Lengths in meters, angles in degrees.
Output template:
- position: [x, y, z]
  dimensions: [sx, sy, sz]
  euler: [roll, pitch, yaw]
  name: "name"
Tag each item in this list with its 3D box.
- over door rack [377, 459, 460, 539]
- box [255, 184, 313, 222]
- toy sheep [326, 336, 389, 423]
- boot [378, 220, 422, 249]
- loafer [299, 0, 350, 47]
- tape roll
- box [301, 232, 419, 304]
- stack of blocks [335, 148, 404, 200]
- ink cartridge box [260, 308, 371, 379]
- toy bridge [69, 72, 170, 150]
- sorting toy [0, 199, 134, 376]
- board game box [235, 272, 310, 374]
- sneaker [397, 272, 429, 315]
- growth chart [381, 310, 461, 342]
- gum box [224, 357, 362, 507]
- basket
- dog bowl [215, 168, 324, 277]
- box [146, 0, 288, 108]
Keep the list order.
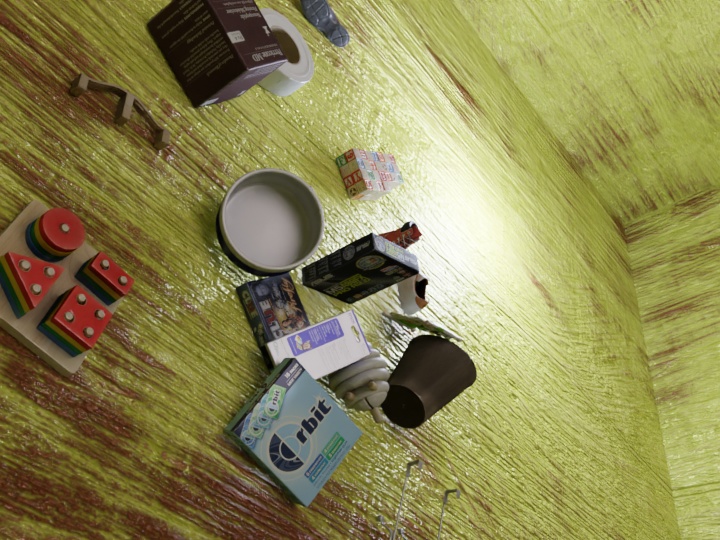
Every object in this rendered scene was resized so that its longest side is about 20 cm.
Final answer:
- position: [0.110, 0.504, 1.538]
  dimensions: [0.148, 0.067, 0.200]
  euler: [42, 59, -31]
  name: "over door rack"
- position: [-0.167, -0.130, 1.610]
  dimensions: [0.200, 0.064, 0.070]
  euler: [-20, 84, -57]
  name: "box"
- position: [-0.004, 0.214, 1.537]
  dimensions: [0.138, 0.138, 0.200]
  euler: [7, 58, -53]
  name: "toy sheep"
- position: [0.075, -0.043, 1.821]
  dimensions: [0.072, 0.144, 0.200]
  euler: [51, 35, -22]
  name: "boot"
- position: [-0.105, -0.706, 2.121]
  dimensions: [0.200, 0.072, 0.063]
  euler: [44, 17, -38]
  name: "loafer"
- position: [-0.204, -0.522, 1.831]
  dimensions: [0.202, 0.071, 0.203]
  euler: [35, 42, -39]
  name: "tape roll"
- position: [0.000, 0.000, 1.629]
  dimensions: [0.160, 0.200, 0.044]
  euler: [25, 49, -46]
  name: "box"
- position: [0.032, -0.245, 1.981]
  dimensions: [0.200, 0.059, 0.115]
  euler: [-6, 73, -56]
  name: "stack of blocks"
- position: [-0.082, 0.151, 1.439]
  dimensions: [0.200, 0.039, 0.100]
  euler: [-19, 83, -32]
  name: "ink cartridge box"
- position: [-0.427, -0.294, 1.386]
  dimensions: [0.200, 0.027, 0.067]
  euler: [33, 42, -40]
  name: "toy bridge"
- position: [-0.438, 0.013, 1.113]
  dimensions: [0.199, 0.070, 0.200]
  euler: [47, 36, -24]
  name: "sorting toy"
- position: [-0.153, 0.110, 1.486]
  dimensions: [0.135, 0.035, 0.200]
  euler: [-15, 81, -57]
  name: "board game box"
- position: [0.131, 0.008, 1.922]
  dimensions: [0.073, 0.085, 0.200]
  euler: [12, 57, -50]
  name: "sneaker"
- position: [0.145, 0.131, 1.783]
  dimensions: [0.145, 0.200, 0.018]
  euler: [29, 78, -33]
  name: "growth chart"
- position: [-0.114, 0.284, 1.346]
  dimensions: [0.200, 0.045, 0.170]
  euler: [51, 61, -20]
  name: "gum box"
- position: [0.138, 0.252, 1.710]
  dimensions: [0.180, 0.136, 0.200]
  euler: [24, 34, 22]
  name: "basket"
- position: [-0.174, -0.090, 1.467]
  dimensions: [0.200, 0.079, 0.200]
  euler: [4, 77, -20]
  name: "dog bowl"
- position: [-0.293, -0.471, 1.576]
  dimensions: [0.200, 0.164, 0.166]
  euler: [60, 32, -7]
  name: "box"
